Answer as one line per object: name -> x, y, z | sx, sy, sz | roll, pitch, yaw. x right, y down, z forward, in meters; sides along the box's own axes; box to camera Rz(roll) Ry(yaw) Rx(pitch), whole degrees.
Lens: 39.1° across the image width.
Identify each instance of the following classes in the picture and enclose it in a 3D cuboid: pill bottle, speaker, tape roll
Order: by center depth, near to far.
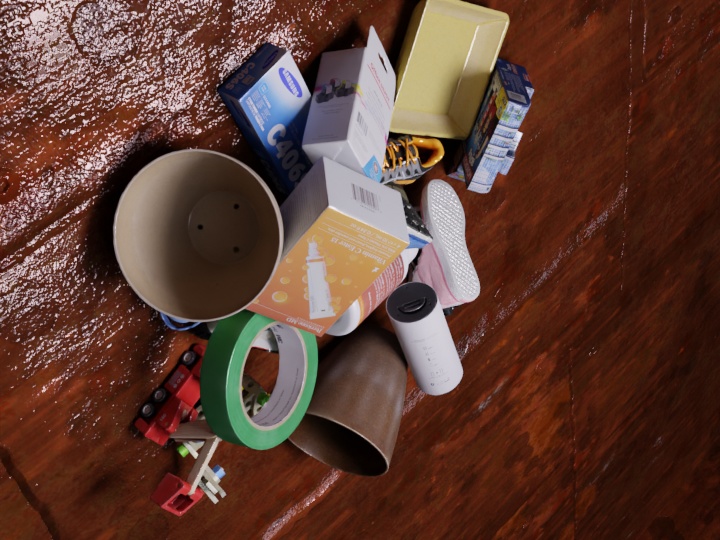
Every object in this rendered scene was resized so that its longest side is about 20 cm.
tape roll -> -0.133, 0.138, 1.366 | 0.200, 0.048, 0.201 | -19, 113, -56
pill bottle -> 0.000, 0.000, 1.500 | 0.200, 0.112, 0.112 | -42, 142, -43
speaker -> 0.101, 0.107, 1.571 | 0.081, 0.081, 0.200 | -44, 140, -18

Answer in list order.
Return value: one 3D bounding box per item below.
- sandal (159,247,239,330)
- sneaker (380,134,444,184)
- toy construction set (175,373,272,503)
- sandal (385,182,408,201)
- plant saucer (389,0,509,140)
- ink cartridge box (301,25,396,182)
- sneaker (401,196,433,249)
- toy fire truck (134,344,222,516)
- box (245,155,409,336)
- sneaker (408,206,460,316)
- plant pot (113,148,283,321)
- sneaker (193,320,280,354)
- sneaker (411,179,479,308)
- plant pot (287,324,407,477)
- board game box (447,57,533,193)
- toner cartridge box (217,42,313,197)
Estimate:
sandal -> -0.196, 0.022, 1.350 | 0.200, 0.080, 0.087 | -26, 168, -45
sneaker -> 0.043, -0.161, 1.454 | 0.200, 0.077, 0.078 | -20, 88, -50
toy construction set -> -0.195, 0.233, 1.481 | 0.200, 0.092, 0.131 | -53, 145, -25
sandal -> -0.007, -0.099, 1.474 | 0.200, 0.055, 0.082 | -16, 86, -44
plant saucer -> 0.116, -0.299, 1.490 | 0.200, 0.048, 0.200 | -2, 116, -48
ink cartridge box -> -0.011, -0.212, 1.347 | 0.115, 0.068, 0.200 | 58, 36, -51
sneaker -> 0.024, -0.055, 1.428 | 0.089, 0.079, 0.200 | -45, 150, 26
toy fire truck -> -0.231, 0.212, 1.373 | 0.200, 0.141, 0.049 | -52, 143, -8
box -> -0.050, -0.026, 1.288 | 0.124, 0.098, 0.200 | 22, 128, -28
sneaker -> 0.130, -0.010, 1.656 | 0.073, 0.112, 0.200 | -40, 140, -26
plant pot -> -0.182, -0.048, 1.235 | 0.134, 0.200, 0.200 | -48, 163, -80
sneaker -> -0.154, 0.063, 1.433 | 0.200, 0.070, 0.093 | 16, 85, -50
sneaker -> 0.114, -0.034, 1.577 | 0.075, 0.105, 0.200 | -4, 74, -37
plant pot -> -0.004, 0.191, 1.607 | 0.200, 0.187, 0.187 | -63, 148, -29
board game box -> 0.201, -0.202, 1.574 | 0.062, 0.200, 0.200 | 17, 120, -9
toner cartridge box -> -0.101, -0.189, 1.321 | 0.095, 0.043, 0.200 | -49, 142, -16
